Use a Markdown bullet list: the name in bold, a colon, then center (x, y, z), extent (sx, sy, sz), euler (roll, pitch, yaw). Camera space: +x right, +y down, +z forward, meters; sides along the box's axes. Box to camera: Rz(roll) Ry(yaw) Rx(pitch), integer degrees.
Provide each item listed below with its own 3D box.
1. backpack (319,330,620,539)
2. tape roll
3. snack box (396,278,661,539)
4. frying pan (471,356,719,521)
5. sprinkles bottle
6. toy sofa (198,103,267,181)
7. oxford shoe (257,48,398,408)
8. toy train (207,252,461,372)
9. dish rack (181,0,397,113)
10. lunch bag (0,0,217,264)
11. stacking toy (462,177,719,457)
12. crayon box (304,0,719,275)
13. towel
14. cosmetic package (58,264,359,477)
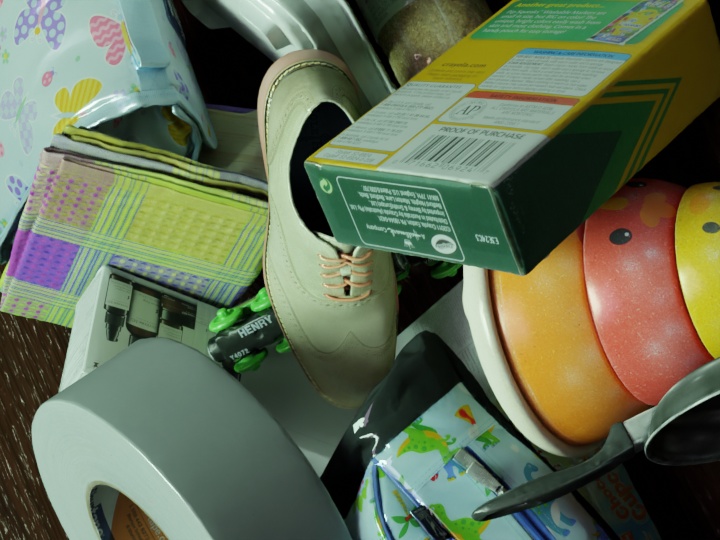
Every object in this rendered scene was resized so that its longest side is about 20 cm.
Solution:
- **backpack**: center (0.064, 0.156, 0.834), extent (0.199, 0.154, 0.163), euler (35, 150, 6)
- **tape roll**: center (-0.085, 0.136, 0.853), extent (0.200, 0.066, 0.201), euler (37, 145, 31)
- **snack box**: center (0.088, 0.109, 0.929), extent (0.116, 0.037, 0.201), euler (-42, 67, 45)
- **frying pan**: center (0.153, 0.076, 0.768), extent (0.189, 0.115, 0.031), euler (-28, 63, 24)
- **sprinkles bottle**: center (0.017, -0.183, 0.917), extent (0.068, 0.068, 0.201), euler (-42, 67, 45)
- **toy sofa**: center (-0.076, -0.063, 1.044), extent (0.199, 0.082, 0.098), euler (12, 102, 47)
- **oxford shoe**: center (-0.017, -0.009, 0.851), extent (0.074, 0.070, 0.201), euler (-113, 10, -66)
- **toy train**: center (0.000, 0.000, 0.930), extent (0.199, 0.056, 0.042), euler (-26, 107, 17)
- **dish rack**: center (-0.063, -0.154, 0.915), extent (0.171, 0.200, 0.044), euler (41, 87, 18)
- **lunch bag**: center (-0.165, -0.122, 0.985), extent (0.200, 0.126, 0.170), euler (-48, 58, 52)
- **stacking toy**: center (0.162, 0.002, 0.780), extent (0.199, 0.146, 0.147), euler (-16, 87, 31)
- **crayon box**: center (0.087, -0.079, 0.790), extent (0.125, 0.200, 0.052), euler (11, 133, 48)
- **towel**: center (-0.131, -0.012, 0.964), extent (0.200, 0.143, 0.023), euler (126, 153, -55)
- **cosmetic package**: center (-0.076, 0.073, 0.980), extent (0.051, 0.199, 0.083), euler (-47, 29, 44)
